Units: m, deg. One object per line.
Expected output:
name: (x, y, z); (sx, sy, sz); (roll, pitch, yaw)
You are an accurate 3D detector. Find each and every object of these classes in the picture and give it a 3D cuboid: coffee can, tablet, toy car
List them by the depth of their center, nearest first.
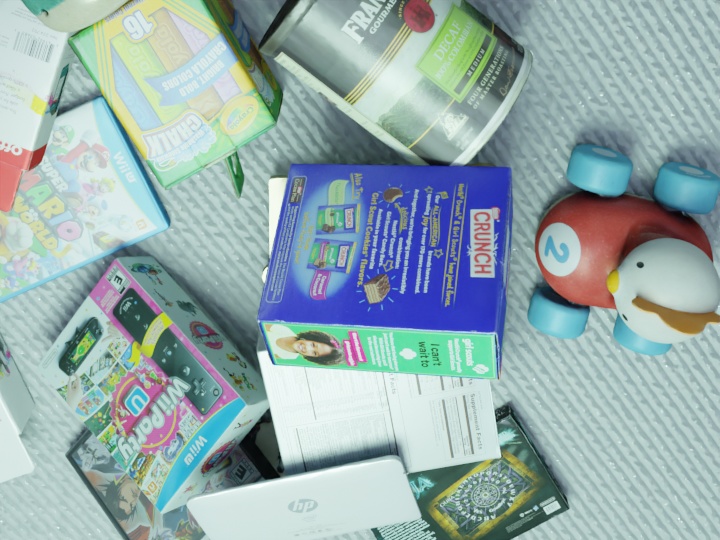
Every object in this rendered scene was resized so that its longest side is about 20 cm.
coffee can: (0.031, -0.195, 1.037); (0.199, 0.147, 0.147); (35, 106, -14)
tablet: (-0.049, 0.221, 1.086); (0.198, 0.014, 0.131); (-13, 143, 5)
toy car: (0.258, 0.006, 1.087); (0.175, 0.200, 0.186); (11, 110, -5)

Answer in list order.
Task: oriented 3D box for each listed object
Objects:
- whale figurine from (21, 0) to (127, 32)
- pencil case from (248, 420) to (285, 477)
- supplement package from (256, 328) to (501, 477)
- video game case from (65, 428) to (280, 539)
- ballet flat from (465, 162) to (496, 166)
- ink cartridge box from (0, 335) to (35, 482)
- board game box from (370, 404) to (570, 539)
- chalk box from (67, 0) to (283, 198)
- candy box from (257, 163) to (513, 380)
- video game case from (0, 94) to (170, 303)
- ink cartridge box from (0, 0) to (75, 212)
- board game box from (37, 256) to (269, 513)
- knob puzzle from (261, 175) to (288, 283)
whale figurine: (-0.214, -0.293, 0.975); (0.104, 0.158, 0.201); (45, 65, -29)
pencil case: (-0.055, 0.195, 1.216); (0.198, 0.078, 0.091); (-9, 93, 2)
supplement package: (0.017, 0.092, 1.107); (0.198, 0.152, 0.152); (-10, 112, 3)
video game case: (-0.189, 0.205, 1.187); (0.181, 0.025, 0.200); (-46, 73, 20)
ballet flat: (0.045, -0.058, 1.101); (0.198, 0.063, 0.069); (-17, 107, 5)
ink cartridge box: (-0.410, 0.120, 1.186); (0.114, 0.068, 0.202); (-18, 109, 6)
board game box: (0.107, 0.246, 1.265); (0.199, 0.028, 0.136); (-30, 108, 10)
chalk box: (-0.148, -0.163, 1.057); (0.123, 0.125, 0.201); (-29, 111, 9)
candy box: (0.028, -0.003, 0.999); (0.198, 0.171, 0.077); (2, 146, 12)
video game case: (-0.305, -0.067, 1.146); (0.198, 0.018, 0.144); (-23, 109, 7)
ink cartridge box: (-0.334, -0.168, 1.068); (0.115, 0.067, 0.202); (20, 102, -7)
board game box: (-0.199, 0.107, 1.141); (0.200, 0.064, 0.148); (44, 107, 16)
knob puzzle: (0.000, 0.000, 1.170); (0.217, 0.031, 0.222); (-1, 110, -2)
